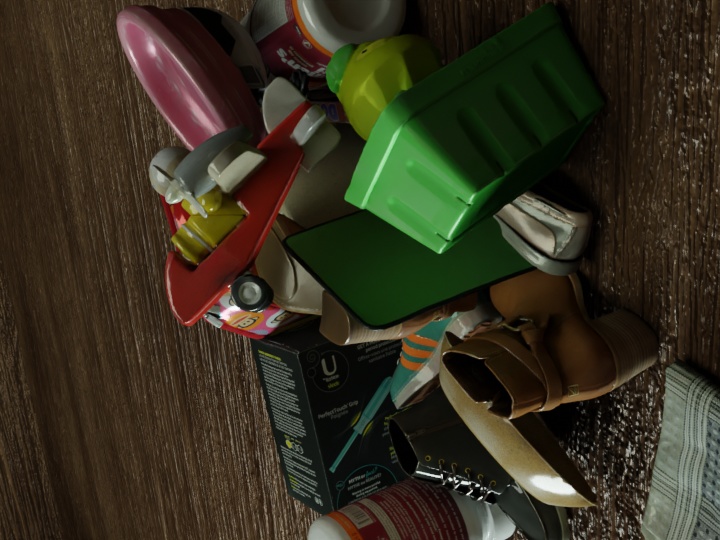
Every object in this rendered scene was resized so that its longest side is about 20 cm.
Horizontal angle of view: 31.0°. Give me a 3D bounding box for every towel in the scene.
[{"bbox_3d":[0.290,0.195,1.009,0.192,0.034,0.201,42,142,45],"label":"towel"}]

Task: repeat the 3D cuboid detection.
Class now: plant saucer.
[{"bbox_3d":[0.130,0.140,1.148,0.200,0.035,0.200,47,-173,-7],"label":"plant saucer"},{"bbox_3d":[-0.155,-0.173,1.243,0.201,0.051,0.201,49,165,17],"label":"plant saucer"}]

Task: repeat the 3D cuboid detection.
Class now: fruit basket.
[{"bbox_3d":[0.060,-0.138,1.043,0.216,0.214,0.156,60,152,20],"label":"fruit basket"}]

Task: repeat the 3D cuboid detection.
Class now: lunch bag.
[{"bbox_3d":[-0.139,-0.034,1.368,0.082,0.176,0.201,-27,68,20],"label":"lunch bag"}]

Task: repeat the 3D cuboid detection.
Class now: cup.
[{"bbox_3d":[-0.021,-0.050,1.329,0.200,0.142,0.201,43,143,44],"label":"cup"}]

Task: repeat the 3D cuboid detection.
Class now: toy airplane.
[{"bbox_3d":[-0.108,-0.075,1.098,0.140,0.200,0.201,24,133,2],"label":"toy airplane"}]

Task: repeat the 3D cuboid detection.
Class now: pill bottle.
[{"bbox_3d":[0.055,0.270,1.329,0.110,0.199,0.110,42,142,45],"label":"pill bottle"},{"bbox_3d":[-0.046,-0.241,1.267,0.200,0.109,0.110,-12,96,64],"label":"pill bottle"}]

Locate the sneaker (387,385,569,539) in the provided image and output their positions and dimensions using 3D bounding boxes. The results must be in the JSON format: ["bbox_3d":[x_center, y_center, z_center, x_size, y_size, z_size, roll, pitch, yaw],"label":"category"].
[{"bbox_3d":[0.113,0.208,1.276,0.200,0.106,0.075,53,149,22],"label":"sneaker"}]

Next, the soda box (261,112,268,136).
[{"bbox_3d":[-0.066,-0.084,1.477,0.201,0.068,0.063,66,152,8],"label":"soda box"}]

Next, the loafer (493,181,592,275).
[{"bbox_3d":[0.126,-0.079,1.120,0.200,0.072,0.063,46,132,30],"label":"loafer"}]

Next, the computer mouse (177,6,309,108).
[{"bbox_3d":[-0.104,-0.194,1.224,0.200,0.044,0.110,45,165,27],"label":"computer mouse"}]

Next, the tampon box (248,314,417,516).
[{"bbox_3d":[-0.014,0.149,1.440,0.126,0.149,0.201,13,119,59],"label":"tampon box"}]

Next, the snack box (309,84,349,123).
[{"bbox_3d":[-0.016,-0.170,1.316,0.200,0.072,0.024,14,119,60],"label":"snack box"}]

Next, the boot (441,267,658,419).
[{"bbox_3d":[0.130,0.059,1.090,0.200,0.154,0.077,38,138,48],"label":"boot"}]

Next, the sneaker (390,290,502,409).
[{"bbox_3d":[0.074,0.066,1.311,0.080,0.071,0.200,60,144,22],"label":"sneaker"}]

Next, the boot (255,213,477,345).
[{"bbox_3d":[0.000,0.000,1.213,0.200,0.154,0.074,45,134,38],"label":"boot"}]

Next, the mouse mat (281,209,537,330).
[{"bbox_3d":[0.050,-0.019,1.145,0.161,0.199,0.008,43,143,44],"label":"mouse mat"}]
